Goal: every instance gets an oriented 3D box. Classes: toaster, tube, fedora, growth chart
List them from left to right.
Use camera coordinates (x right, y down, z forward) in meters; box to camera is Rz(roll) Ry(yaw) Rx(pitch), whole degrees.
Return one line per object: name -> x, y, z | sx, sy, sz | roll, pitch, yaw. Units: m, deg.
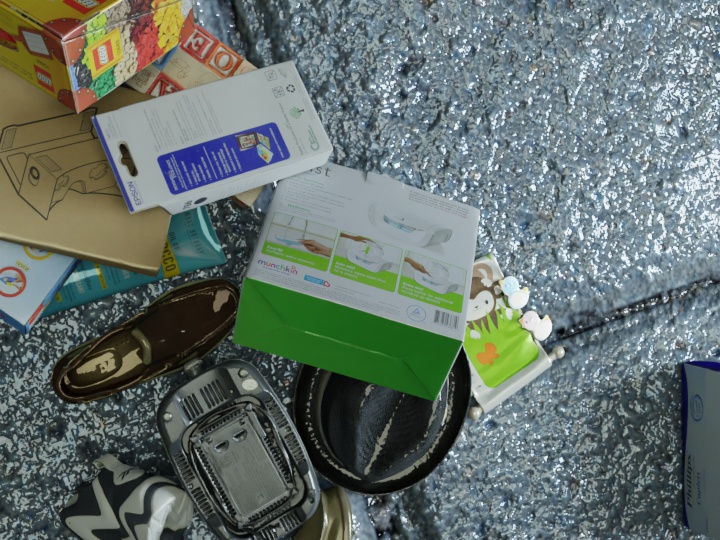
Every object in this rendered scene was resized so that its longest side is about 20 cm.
tube -> -0.235, -0.010, 0.984 | 0.198, 0.050, 0.078 | -22, 103, -16
toaster -> -0.113, 0.175, 0.963 | 0.113, 0.129, 0.201 | -30, 95, -8
fedora -> 0.025, 0.135, 0.994 | 0.198, 0.092, 0.203 | -1, 96, -5
growth chart -> 0.113, 0.052, 1.059 | 0.145, 0.018, 0.200 | -42, 98, -8

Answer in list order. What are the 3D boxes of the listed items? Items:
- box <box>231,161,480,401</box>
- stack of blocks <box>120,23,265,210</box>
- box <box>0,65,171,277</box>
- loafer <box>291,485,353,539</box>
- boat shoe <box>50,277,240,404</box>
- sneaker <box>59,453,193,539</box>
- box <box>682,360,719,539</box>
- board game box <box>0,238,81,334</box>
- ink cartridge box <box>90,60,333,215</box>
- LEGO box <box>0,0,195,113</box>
box -> 0.000, 0.000, 0.943 | 0.198, 0.097, 0.178 | 16, 45, -3
stack of blocks -> -0.159, -0.163, 0.985 | 0.199, 0.059, 0.116 | 35, 85, -9
box -> -0.260, -0.095, 0.901 | 0.198, 0.021, 0.165 | 14, 73, -15
loafer -> -0.062, 0.308, 1.001 | 0.067, 0.076, 0.202 | 18, 87, -16
boat shoe -> -0.201, 0.073, 0.973 | 0.201, 0.075, 0.075 | -31, 96, -8
sneaker -> -0.230, 0.263, 0.977 | 0.079, 0.129, 0.201 | -31, 138, -41
box -> 0.457, 0.189, 1.079 | 0.197, 0.105, 0.186 | -1, 90, -10
board game box -> -0.326, -0.080, 0.919 | 0.199, 0.056, 0.197 | 36, 70, -7
ink cartridge box -> -0.133, -0.116, 0.911 | 0.198, 0.039, 0.100 | -19, 78, -23
LEGO box -> -0.267, -0.245, 0.884 | 0.199, 0.078, 0.149 | 32, 55, 21
